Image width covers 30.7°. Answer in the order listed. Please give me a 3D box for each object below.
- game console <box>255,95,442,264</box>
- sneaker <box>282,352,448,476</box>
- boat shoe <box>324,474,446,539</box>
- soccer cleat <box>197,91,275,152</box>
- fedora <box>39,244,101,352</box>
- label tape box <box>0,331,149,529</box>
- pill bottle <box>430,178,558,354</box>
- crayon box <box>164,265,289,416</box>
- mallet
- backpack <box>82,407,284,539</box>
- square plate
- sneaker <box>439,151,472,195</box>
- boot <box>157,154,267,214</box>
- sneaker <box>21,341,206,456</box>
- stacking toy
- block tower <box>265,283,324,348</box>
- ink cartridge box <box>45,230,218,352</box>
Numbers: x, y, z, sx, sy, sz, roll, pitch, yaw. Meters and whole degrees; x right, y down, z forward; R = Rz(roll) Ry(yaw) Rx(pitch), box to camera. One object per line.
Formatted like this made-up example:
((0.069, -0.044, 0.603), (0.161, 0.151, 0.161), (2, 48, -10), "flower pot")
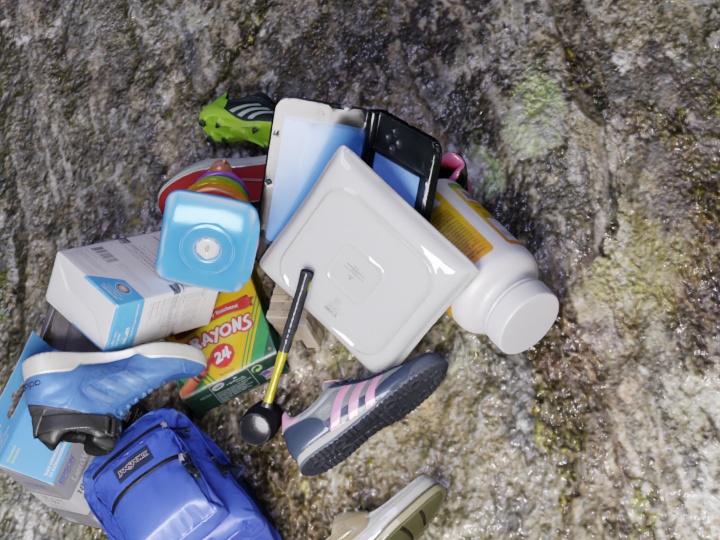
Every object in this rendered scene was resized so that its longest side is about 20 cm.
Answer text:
((-0.017, -0.071, 1.438), (0.115, 0.202, 0.176), (-6, 27, -35), "game console")
((0.000, 0.137, 1.434), (0.199, 0.070, 0.082), (-34, 57, -3), "sneaker")
((-0.001, 0.275, 1.344), (0.200, 0.075, 0.068), (-42, 59, -7), "boat shoe")
((-0.121, -0.193, 1.699), (0.198, 0.068, 0.081), (16, 53, 30), "soccer cleat")
((-0.326, 0.071, 1.572), (0.089, 0.178, 0.202), (14, 53, -4), "fedora")
((-0.319, 0.181, 1.451), (0.063, 0.201, 0.146), (8, 62, 25), "label tape box")
((0.126, -0.002, 1.447), (0.111, 0.111, 0.200), (-38, 53, -5), "pill bottle")
((-0.173, 0.058, 1.566), (0.126, 0.051, 0.201), (-27, 53, 4), "crayon box")
((-0.085, 0.095, 1.453), (0.041, 0.066, 0.202), (19, 94, 6), "mallet")
((-0.198, 0.242, 1.389), (0.162, 0.169, 0.200), (-34, 49, -10), "backpack")
((0.000, 0.000, 1.421), (0.200, 0.199, 0.028), (43, 35, 6), "square plate")
((0.037, -0.096, 1.524), (0.197, 0.096, 0.080), (-14, 70, -7), "sneaker")
((-0.171, -0.073, 1.608), (0.197, 0.073, 0.145), (-10, 36, 18), "boot")
((-0.256, 0.142, 1.398), (0.198, 0.077, 0.113), (-2, 71, -25), "sneaker")
((-0.166, -0.073, 1.509), (0.108, 0.117, 0.201), (11, 29, -7), "stacking toy")
((-0.058, -0.010, 1.562), (0.057, 0.054, 0.202), (0, 59, 22), "block tower")
((-0.243, 0.018, 1.501), (0.116, 0.199, 0.068), (37, 121, 29), "ink cartridge box")
